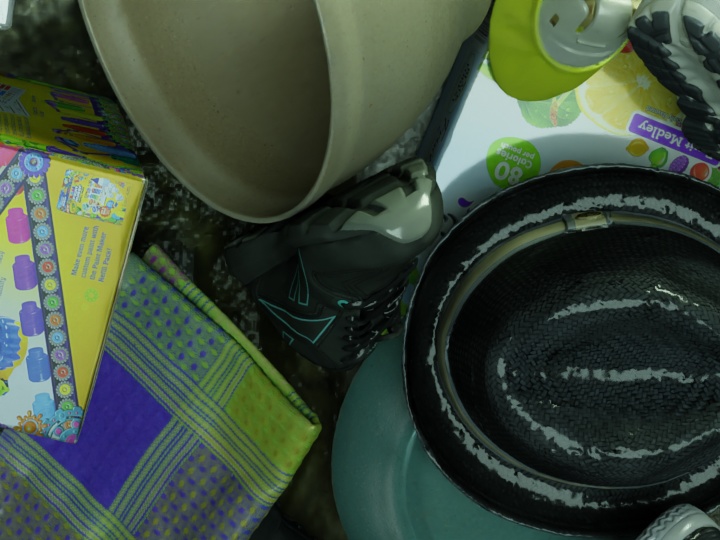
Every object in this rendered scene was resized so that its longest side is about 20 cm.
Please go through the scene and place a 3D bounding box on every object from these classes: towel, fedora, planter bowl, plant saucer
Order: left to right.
[{"bbox_3d":[-0.119,0.105,1.172,0.144,0.023,0.200,45,106,21],"label":"towel"},{"bbox_3d":[-0.024,-0.138,1.112,0.135,0.200,0.201,-25,108,-32],"label":"planter bowl"},{"bbox_3d":[0.086,0.098,1.205,0.199,0.036,0.201,-2,107,-8],"label":"plant saucer"},{"bbox_3d":[0.121,0.045,1.122,0.200,0.092,0.201,-1,99,-4],"label":"fedora"}]

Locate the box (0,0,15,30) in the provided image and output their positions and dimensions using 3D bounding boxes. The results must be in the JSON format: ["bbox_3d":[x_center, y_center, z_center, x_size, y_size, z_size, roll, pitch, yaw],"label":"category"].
[{"bbox_3d":[-0.194,-0.223,1.093,0.112,0.101,0.201,11,101,-13],"label":"box"}]

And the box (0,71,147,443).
[{"bbox_3d":[-0.209,-0.028,1.086,0.192,0.200,0.122,14,101,-12],"label":"box"}]

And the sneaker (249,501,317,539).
[{"bbox_3d":[-0.050,0.154,1.229,0.087,0.076,0.201,-23,96,-39],"label":"sneaker"}]

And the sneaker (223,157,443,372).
[{"bbox_3d":[0.000,0.000,1.122,0.075,0.200,0.079,-28,93,-17],"label":"sneaker"}]

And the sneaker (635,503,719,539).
[{"bbox_3d":[0.177,0.201,1.170,0.075,0.115,0.200,-41,151,-21],"label":"sneaker"}]

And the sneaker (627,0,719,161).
[{"bbox_3d":[0.191,-0.094,1.121,0.080,0.077,0.200,-61,148,-13],"label":"sneaker"}]

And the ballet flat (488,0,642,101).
[{"bbox_3d":[0.113,-0.147,1.091,0.067,0.067,0.200,8,125,-25],"label":"ballet flat"}]

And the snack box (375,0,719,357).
[{"bbox_3d":[0.098,-0.035,1.213,0.142,0.053,0.200,21,101,-13],"label":"snack box"}]
